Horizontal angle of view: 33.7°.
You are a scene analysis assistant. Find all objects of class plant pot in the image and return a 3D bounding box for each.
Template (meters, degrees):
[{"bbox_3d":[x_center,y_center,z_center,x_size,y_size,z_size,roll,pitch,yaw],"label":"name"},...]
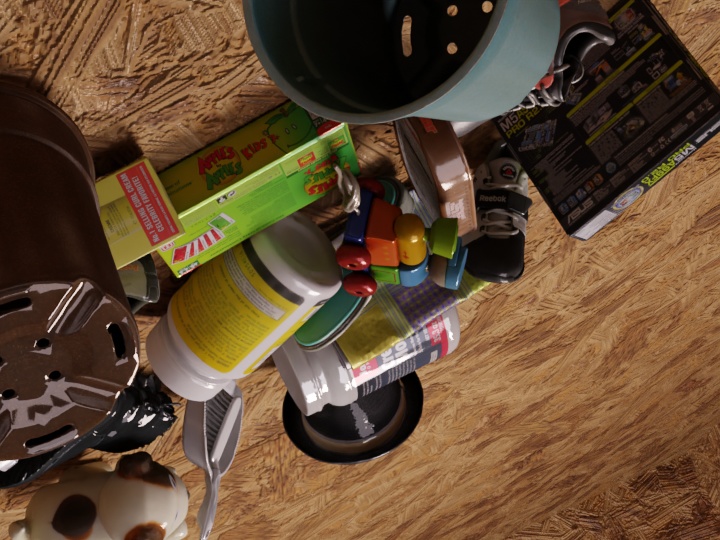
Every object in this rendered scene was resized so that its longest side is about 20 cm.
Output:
[{"bbox_3d":[-0.248,0.007,0.808,0.199,0.199,0.202,-19,136,-20],"label":"plant pot"},{"bbox_3d":[0.048,-0.193,0.862,0.200,0.201,0.196,-39,163,19],"label":"plant pot"}]

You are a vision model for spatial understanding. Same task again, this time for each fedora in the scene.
[{"bbox_3d":[-0.015,0.138,1.459,0.199,0.201,0.092,-24,130,-15],"label":"fedora"}]

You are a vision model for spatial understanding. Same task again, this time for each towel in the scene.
[{"bbox_3d":[0.032,0.002,1.279,0.199,0.145,0.023,-29,-173,-10],"label":"towel"}]

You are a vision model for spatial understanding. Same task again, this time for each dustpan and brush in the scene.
[{"bbox_3d":[-0.173,0.212,1.387,0.140,0.057,0.202,57,49,-67],"label":"dustpan and brush"}]

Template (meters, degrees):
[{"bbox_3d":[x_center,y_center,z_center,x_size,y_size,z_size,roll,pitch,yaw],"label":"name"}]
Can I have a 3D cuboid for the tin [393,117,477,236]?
[{"bbox_3d":[0.072,-0.099,1.151,0.042,0.113,0.200,-29,156,-5],"label":"tin"}]

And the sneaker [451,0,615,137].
[{"bbox_3d":[0.153,-0.182,1.122,0.200,0.082,0.077,-41,154,22],"label":"sneaker"}]

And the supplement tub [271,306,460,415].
[{"bbox_3d":[0.001,0.067,1.359,0.198,0.141,0.141,-25,156,-13],"label":"supplement tub"}]

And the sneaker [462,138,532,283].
[{"bbox_3d":[0.141,-0.068,1.247,0.073,0.201,0.089,6,127,1],"label":"sneaker"}]

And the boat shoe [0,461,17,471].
[{"bbox_3d":[-0.345,0.080,0.982,0.065,0.073,0.200,-47,117,-8],"label":"boat shoe"}]

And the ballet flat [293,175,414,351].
[{"bbox_3d":[0.000,0.000,1.230,0.201,0.067,0.064,-62,149,-5],"label":"ballet flat"}]

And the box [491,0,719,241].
[{"bbox_3d":[0.251,-0.154,1.198,0.200,0.161,0.044,-42,152,23],"label":"box"}]

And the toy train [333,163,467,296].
[{"bbox_3d":[0.039,-0.038,1.092,0.114,0.086,0.200,9,159,8],"label":"toy train"}]

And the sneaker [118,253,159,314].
[{"bbox_3d":[-0.260,0.042,1.075,0.199,0.080,0.074,-35,157,24],"label":"sneaker"}]

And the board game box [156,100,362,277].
[{"bbox_3d":[-0.101,-0.078,1.069,0.199,0.048,0.102,-29,157,-3],"label":"board game box"}]

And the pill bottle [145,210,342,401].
[{"bbox_3d":[-0.120,0.036,1.188,0.200,0.115,0.114,-43,154,26],"label":"pill bottle"}]

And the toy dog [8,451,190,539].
[{"bbox_3d":[-0.283,0.269,1.367,0.199,0.141,0.193,-19,154,38],"label":"toy dog"}]

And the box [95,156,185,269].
[{"bbox_3d":[-0.247,-0.017,0.972,0.199,0.076,0.050,-27,-170,-7],"label":"box"}]

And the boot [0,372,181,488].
[{"bbox_3d":[-0.307,0.178,1.311,0.197,0.074,0.162,-33,162,8],"label":"boot"}]
